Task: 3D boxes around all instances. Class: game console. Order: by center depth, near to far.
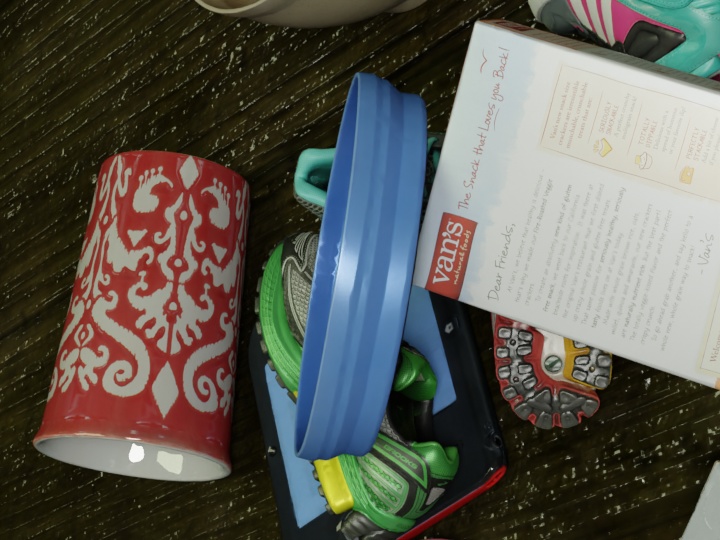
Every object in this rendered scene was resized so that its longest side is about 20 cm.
[{"bbox_3d":[0.004,0.076,1.103,0.177,0.031,0.201,-40,51,35],"label":"game console"}]

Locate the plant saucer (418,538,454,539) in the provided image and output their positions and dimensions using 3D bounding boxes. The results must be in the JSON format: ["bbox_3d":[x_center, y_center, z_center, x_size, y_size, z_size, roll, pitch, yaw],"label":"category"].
[{"bbox_3d":[0.027,0.250,1.001,0.200,0.051,0.203,-20,62,44],"label":"plant saucer"}]

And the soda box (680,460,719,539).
[{"bbox_3d":[0.168,0.197,0.838,0.068,0.063,0.202,32,102,52],"label":"soda box"}]

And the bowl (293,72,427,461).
[{"bbox_3d":[0.000,0.000,0.928,0.201,0.039,0.203,-171,90,-86],"label":"bowl"}]

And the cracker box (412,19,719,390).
[{"bbox_3d":[0.135,-0.030,0.864,0.198,0.058,0.135,19,104,14],"label":"cracker box"}]

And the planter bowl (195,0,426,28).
[{"bbox_3d":[-0.010,-0.242,1.143,0.199,0.134,0.202,-19,64,46],"label":"planter bowl"}]

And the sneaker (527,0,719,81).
[{"bbox_3d":[0.156,-0.119,0.951,0.200,0.083,0.122,168,85,-77],"label":"sneaker"}]

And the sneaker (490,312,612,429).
[{"bbox_3d":[0.093,-0.021,0.959,0.082,0.077,0.202,-63,-27,-85],"label":"sneaker"}]

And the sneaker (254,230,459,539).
[{"bbox_3d":[0.003,0.058,1.051,0.085,0.078,0.201,-37,60,21],"label":"sneaker"}]

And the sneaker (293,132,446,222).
[{"bbox_3d":[0.043,-0.048,1.035,0.199,0.091,0.078,-9,66,37],"label":"sneaker"}]

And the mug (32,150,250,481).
[{"bbox_3d":[-0.155,0.033,1.233,0.177,0.133,0.202,-10,67,46],"label":"mug"}]
